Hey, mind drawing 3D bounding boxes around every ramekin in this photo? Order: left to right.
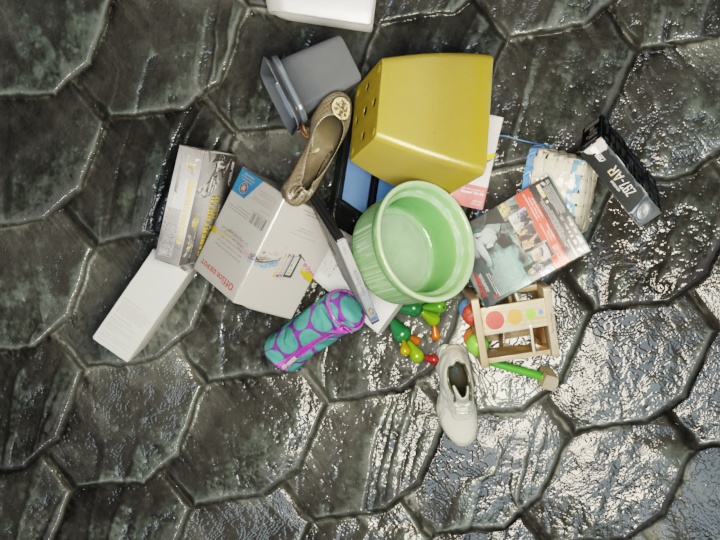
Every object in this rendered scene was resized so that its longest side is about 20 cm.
[{"bbox_3d":[0.082,-0.038,1.338,0.199,0.098,0.201,9,73,-32],"label":"ramekin"}]

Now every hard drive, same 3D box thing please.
[{"bbox_3d":[0.000,0.000,1.458,0.200,0.026,0.132,39,98,22],"label":"hard drive"}]

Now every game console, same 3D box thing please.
[{"bbox_3d":[0.045,-0.154,1.408,0.116,0.176,0.201,1,75,29],"label":"game console"}]

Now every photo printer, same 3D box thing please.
[{"bbox_3d":[-0.066,-0.511,1.409,0.199,0.069,0.167,9,98,-1],"label":"photo printer"}]

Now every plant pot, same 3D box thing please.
[{"bbox_3d":[0.089,-0.245,1.334,0.176,0.200,0.201,10,78,-18],"label":"plant pot"}]

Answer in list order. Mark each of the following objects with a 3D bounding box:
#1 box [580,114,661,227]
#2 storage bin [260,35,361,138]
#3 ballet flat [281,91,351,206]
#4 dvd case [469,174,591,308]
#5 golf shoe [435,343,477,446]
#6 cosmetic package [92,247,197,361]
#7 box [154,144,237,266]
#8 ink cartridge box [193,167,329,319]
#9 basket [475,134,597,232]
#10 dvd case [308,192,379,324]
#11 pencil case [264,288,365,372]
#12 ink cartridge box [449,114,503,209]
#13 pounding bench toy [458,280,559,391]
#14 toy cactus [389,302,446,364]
[{"bbox_3d":[0.442,-0.175,1.384,0.043,0.200,0.160,-37,97,26],"label":"box"},{"bbox_3d":[-0.078,-0.312,1.381,0.134,0.200,0.146,-28,97,-5],"label":"storage bin"},{"bbox_3d":[-0.064,-0.192,1.292,0.067,0.046,0.201,31,84,-29],"label":"ballet flat"},{"bbox_3d":[0.263,-0.046,1.363,0.200,0.022,0.146,-31,79,18],"label":"dvd case"},{"bbox_3d":[0.177,0.239,1.498,0.078,0.097,0.201,-11,99,0],"label":"golf shoe"},{"bbox_3d":[-0.384,0.055,1.471,0.081,0.113,0.200,34,95,-4],"label":"cosmetic package"},{"bbox_3d":[-0.285,-0.114,1.420,0.048,0.158,0.201,16,97,9],"label":"box"},{"bbox_3d":[-0.162,-0.045,1.411,0.144,0.147,0.200,21,101,-46],"label":"ink cartridge box"},{"bbox_3d":[0.307,-0.138,1.432,0.199,0.139,0.177,15,101,27],"label":"basket"},{"bbox_3d":[-0.028,-0.020,1.335,0.018,0.143,0.200,-28,133,-5],"label":"dvd case"},{"bbox_3d":[-0.082,0.110,1.447,0.085,0.093,0.200,32,132,-25],"label":"pencil case"},{"bbox_3d":[0.194,-0.214,1.422,0.067,0.116,0.201,10,98,-7],"label":"ink cartridge box"},{"bbox_3d":[0.266,0.129,1.466,0.155,0.124,0.201,-10,98,2],"label":"pounding bench toy"},{"bbox_3d":[0.074,0.075,1.486,0.164,0.102,0.201,0,107,10],"label":"toy cactus"}]
